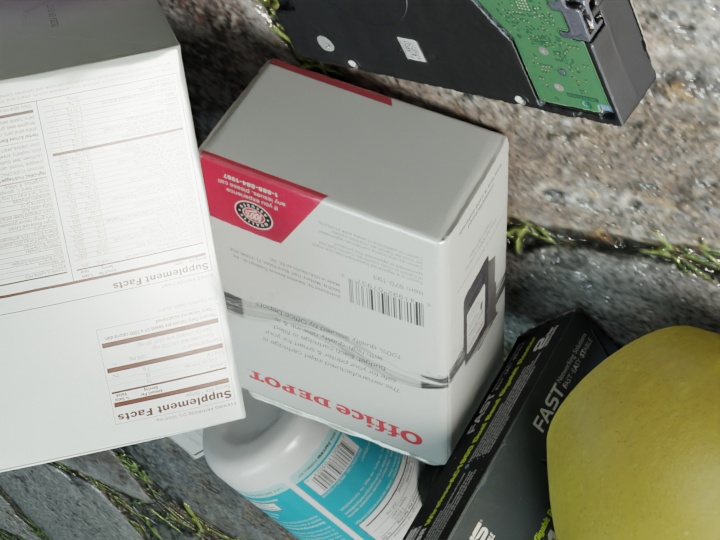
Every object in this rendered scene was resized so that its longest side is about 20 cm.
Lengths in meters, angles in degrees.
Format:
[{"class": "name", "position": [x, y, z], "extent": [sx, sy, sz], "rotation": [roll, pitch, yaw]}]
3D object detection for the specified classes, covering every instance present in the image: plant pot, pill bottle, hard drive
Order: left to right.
[{"class": "pill bottle", "position": [-0.011, 0.146, 1.312], "extent": [0.111, 0.111, 0.200], "rotation": [7, 150, 50]}, {"class": "hard drive", "position": [0.026, -0.140, 0.830], "extent": [0.199, 0.038, 0.140], "rotation": [18, 150, 40]}, {"class": "plant pot", "position": [0.174, 0.113, 0.940], "extent": [0.142, 0.199, 0.200], "rotation": [53, 167, 31]}]

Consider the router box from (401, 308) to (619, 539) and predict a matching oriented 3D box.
[{"class": "router box", "position": [0.116, 0.144, 1.028], "extent": [0.150, 0.200, 0.062], "rotation": [41, 145, -12]}]

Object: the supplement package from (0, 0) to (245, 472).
[{"class": "supplement package", "position": [-0.158, -0.035, 0.976], "extent": [0.191, 0.146, 0.201], "rotation": [-120, 20, -65]}]

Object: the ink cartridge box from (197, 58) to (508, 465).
[{"class": "ink cartridge box", "position": [0.000, 0.000, 1.019], "extent": [0.145, 0.084, 0.201], "rotation": [20, 144, 18]}]

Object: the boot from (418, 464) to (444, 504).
[{"class": "boot", "position": [0.142, 0.195, 1.241], "extent": [0.211, 0.080, 0.158], "rotation": [45, 156, -16]}]

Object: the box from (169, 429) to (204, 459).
[{"class": "box", "position": [-0.127, 0.075, 1.427], "extent": [0.117, 0.060, 0.200], "rotation": [40, 157, -6]}]
